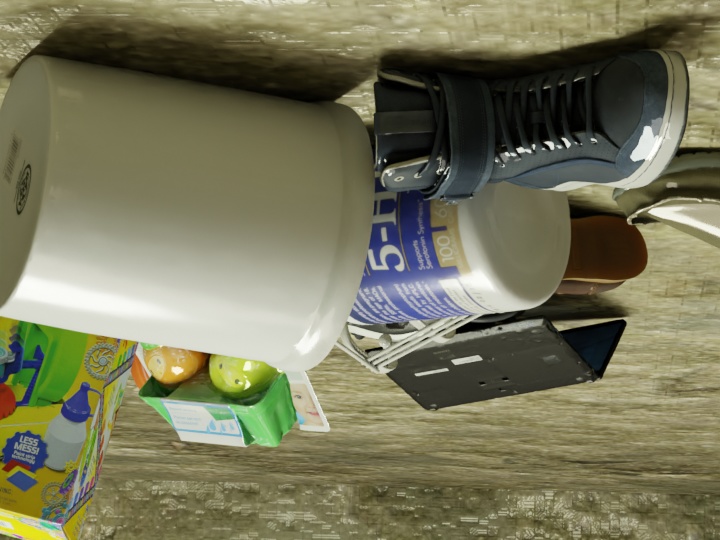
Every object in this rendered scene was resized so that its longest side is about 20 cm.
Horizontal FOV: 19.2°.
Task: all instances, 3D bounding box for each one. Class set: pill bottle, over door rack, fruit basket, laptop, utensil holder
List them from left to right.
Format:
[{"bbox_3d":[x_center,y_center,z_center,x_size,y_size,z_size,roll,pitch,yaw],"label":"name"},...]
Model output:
[{"bbox_3d":[-0.115,-0.035,1.289,0.200,0.170,0.170,9,166,-24],"label":"utensil holder"},{"bbox_3d":[-0.134,0.057,1.747,0.185,0.094,0.200,3,137,36],"label":"fruit basket"},{"bbox_3d":[0.000,0.000,1.627,0.200,0.067,0.148,27,139,-35],"label":"over door rack"},{"bbox_3d":[0.028,-0.025,1.419,0.200,0.120,0.120,-7,165,37],"label":"pill bottle"},{"bbox_3d":[0.128,0.061,1.949,0.177,0.103,0.200,-13,147,25],"label":"laptop"}]

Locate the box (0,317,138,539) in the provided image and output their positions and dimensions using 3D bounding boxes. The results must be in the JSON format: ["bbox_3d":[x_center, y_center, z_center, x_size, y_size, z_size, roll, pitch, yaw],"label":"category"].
[{"bbox_3d":[-0.273,0.074,1.499,0.200,0.193,0.122,14,163,2],"label":"box"}]

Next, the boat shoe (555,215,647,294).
[{"bbox_3d":[0.124,-0.014,1.576,0.200,0.070,0.070,12,161,-40],"label":"boat shoe"}]

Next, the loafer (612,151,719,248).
[{"bbox_3d":[0.271,-0.037,1.439,0.200,0.070,0.075,2,168,0],"label":"loafer"}]

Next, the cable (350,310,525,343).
[{"bbox_3d":[0.065,0.033,1.897,0.163,0.051,0.200,-6,172,-1],"label":"cable"}]

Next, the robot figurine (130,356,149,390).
[{"bbox_3d":[-0.133,0.072,1.925,0.144,0.117,0.200,-26,-172,-37],"label":"robot figurine"}]

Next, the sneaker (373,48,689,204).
[{"bbox_3d":[0.088,-0.085,1.225,0.146,0.077,0.202,4,170,-22],"label":"sneaker"}]

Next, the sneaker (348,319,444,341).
[{"bbox_3d":[-0.010,0.012,1.732,0.200,0.076,0.088,-3,161,23],"label":"sneaker"}]
